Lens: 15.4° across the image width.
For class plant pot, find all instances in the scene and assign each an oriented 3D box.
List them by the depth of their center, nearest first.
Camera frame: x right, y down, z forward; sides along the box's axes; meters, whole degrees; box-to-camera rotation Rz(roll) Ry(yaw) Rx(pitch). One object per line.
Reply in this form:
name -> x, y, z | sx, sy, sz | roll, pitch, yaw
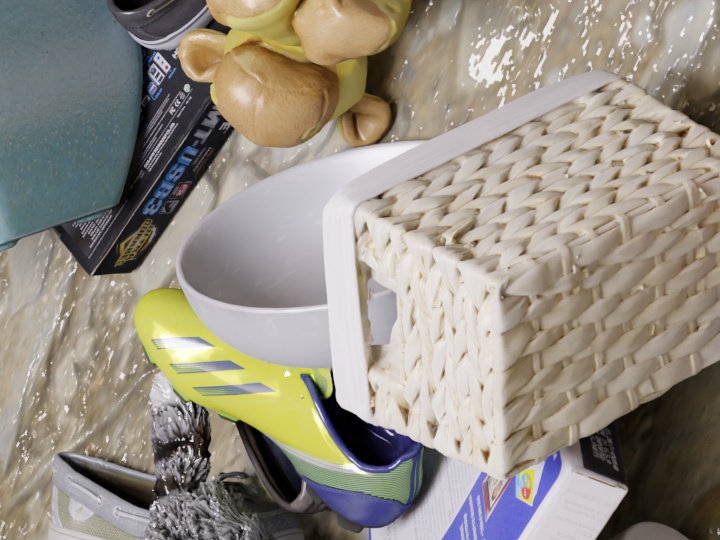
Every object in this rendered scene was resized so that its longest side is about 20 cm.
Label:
plant pot -> -0.247, -0.107, 1.607 | 0.196, 0.196, 0.201 | -16, 93, 37

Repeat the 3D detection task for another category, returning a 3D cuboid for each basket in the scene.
basket -> 0.095, 0.003, 1.354 | 0.123, 0.200, 0.136 | 31, 135, 42

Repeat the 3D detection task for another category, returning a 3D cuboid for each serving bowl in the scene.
serving bowl -> 0.000, 0.000, 1.494 | 0.200, 0.200, 0.066 | 6, 123, 37

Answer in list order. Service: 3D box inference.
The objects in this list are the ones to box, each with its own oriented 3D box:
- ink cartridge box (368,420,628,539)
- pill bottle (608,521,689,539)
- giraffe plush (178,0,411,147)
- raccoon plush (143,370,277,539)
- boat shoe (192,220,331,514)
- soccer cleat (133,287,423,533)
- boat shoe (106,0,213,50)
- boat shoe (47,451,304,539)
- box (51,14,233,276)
ink cartridge box -> 0.072, 0.132, 1.453 | 0.200, 0.047, 0.198 | -61, 16, 26
pill bottle -> 0.107, 0.228, 1.464 | 0.200, 0.114, 0.114 | -40, 70, 32
giraffe plush -> -0.037, -0.142, 1.518 | 0.173, 0.200, 0.162 | 43, 131, 20
raccoon plush -> -0.056, 0.154, 1.534 | 0.133, 0.097, 0.201 | -4, 94, 11
boat shoe -> -0.056, 0.052, 1.607 | 0.072, 0.060, 0.202 | -36, 72, 34
soccer cleat -> -0.043, 0.065, 1.522 | 0.200, 0.065, 0.084 | 39, 136, 14
boat shoe -> -0.081, -0.220, 1.570 | 0.070, 0.066, 0.200 | 44, 98, 23
boat shoe -> -0.120, 0.150, 1.657 | 0.202, 0.074, 0.065 | 1, 98, 44
box -> -0.165, -0.135, 1.683 | 0.199, 0.050, 0.200 | 49, 120, 24
